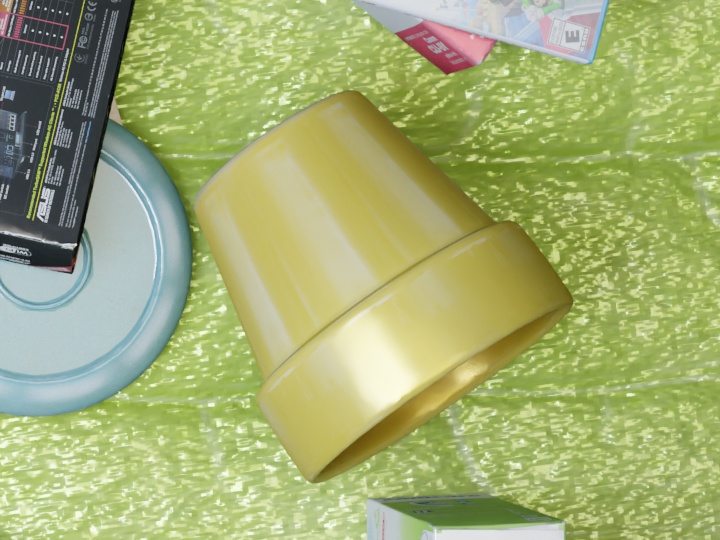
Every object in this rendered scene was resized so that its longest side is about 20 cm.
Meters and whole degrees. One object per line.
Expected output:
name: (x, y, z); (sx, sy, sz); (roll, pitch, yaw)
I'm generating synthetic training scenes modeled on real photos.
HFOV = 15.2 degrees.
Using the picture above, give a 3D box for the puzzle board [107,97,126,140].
puzzle board: (-0.222, -0.069, 1.712); (0.150, 0.017, 0.201); (-17, 94, -12)

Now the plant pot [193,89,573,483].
plant pot: (0.000, 0.000, 1.678); (0.200, 0.201, 0.189); (-32, 82, -10)

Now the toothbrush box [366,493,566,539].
toothbrush box: (0.064, 0.219, 1.679); (0.086, 0.200, 0.146); (-1, 91, -11)

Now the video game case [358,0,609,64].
video game case: (0.068, -0.223, 1.684); (0.199, 0.018, 0.144); (15, 89, -12)

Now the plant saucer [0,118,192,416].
plant saucer: (-0.202, -0.008, 1.696); (0.199, 0.027, 0.201); (0, 91, -13)

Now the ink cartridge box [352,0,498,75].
ink cartridge box: (0.028, -0.243, 1.727); (0.200, 0.083, 0.145); (36, 84, -10)

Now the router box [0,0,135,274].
router box: (-0.227, -0.109, 1.652); (0.149, 0.062, 0.201); (13, 73, -4)
